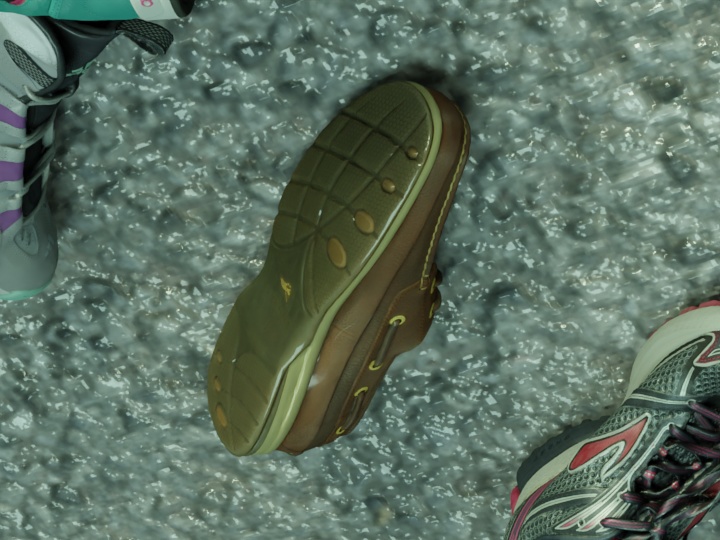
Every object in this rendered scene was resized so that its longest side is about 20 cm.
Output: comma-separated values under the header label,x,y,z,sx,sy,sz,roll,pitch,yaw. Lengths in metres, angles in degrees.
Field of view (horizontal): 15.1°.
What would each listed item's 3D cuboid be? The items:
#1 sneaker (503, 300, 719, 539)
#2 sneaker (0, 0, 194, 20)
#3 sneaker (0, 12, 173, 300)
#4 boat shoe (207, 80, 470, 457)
label,x,y,z,sx,sy,sz,roll,pitch,yaw
sneaker,0.134,0.089,1.186,0.080,0.075,0.200,32,131,-10
sneaker,-0.134,-0.165,0.915,0.120,0.084,0.201,-6,130,11
sneaker,-0.136,-0.074,1.135,0.139,0.078,0.201,-9,129,22
boat shoe,0.000,0.001,1.169,0.067,0.072,0.201,5,131,-31
